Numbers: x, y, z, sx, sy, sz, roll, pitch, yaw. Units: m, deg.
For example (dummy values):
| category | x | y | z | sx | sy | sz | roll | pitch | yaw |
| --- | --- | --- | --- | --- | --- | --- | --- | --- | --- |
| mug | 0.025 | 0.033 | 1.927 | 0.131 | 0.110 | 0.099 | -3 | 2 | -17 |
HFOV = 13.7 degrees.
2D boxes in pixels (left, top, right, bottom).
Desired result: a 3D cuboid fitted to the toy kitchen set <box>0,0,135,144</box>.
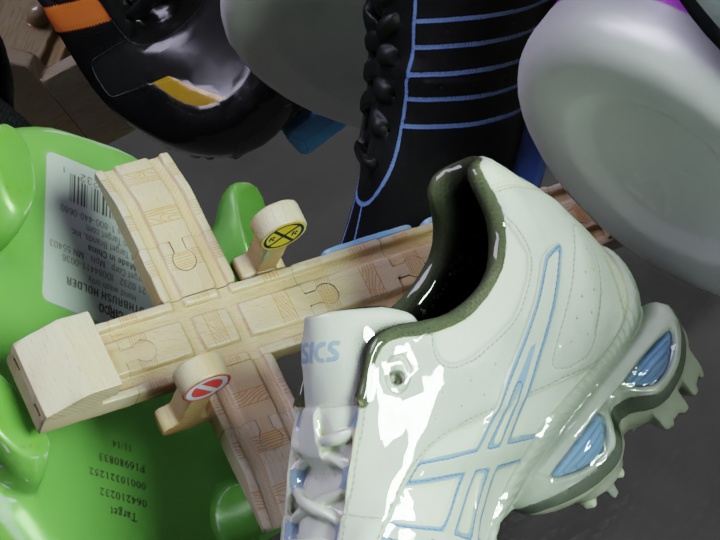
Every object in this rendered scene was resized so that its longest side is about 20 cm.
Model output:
| category | x | y | z | sx | sy | sz | roll | pitch | yaw |
| --- | --- | --- | --- | --- | --- | --- | --- | --- | --- |
| toy kitchen set | -0.142 | -0.169 | 1.219 | 0.180 | 0.200 | 0.164 | -25 | 29 | 27 |

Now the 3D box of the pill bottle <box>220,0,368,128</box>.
| category | x | y | z | sx | sy | sz | roll | pitch | yaw |
| --- | --- | --- | --- | --- | --- | --- | --- | --- | --- |
| pill bottle | 0.027 | -0.155 | 1.015 | 0.111 | 0.111 | 0.201 | -15 | 51 | 42 |

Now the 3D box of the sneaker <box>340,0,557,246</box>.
| category | x | y | z | sx | sy | sz | roll | pitch | yaw |
| --- | --- | --- | --- | --- | --- | --- | --- | --- | --- |
| sneaker | 0.026 | -0.070 | 0.899 | 0.201 | 0.078 | 0.070 | -63 | 17 | 4 |

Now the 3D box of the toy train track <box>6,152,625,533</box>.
| category | x | y | z | sx | sy | sz | roll | pitch | yaw |
| --- | --- | --- | --- | --- | --- | --- | --- | --- | --- |
| toy train track | 0.000 | 0.000 | 0.824 | 0.199 | 0.115 | 0.033 | -17 | -22 | -27 |

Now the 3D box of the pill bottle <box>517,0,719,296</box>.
| category | x | y | z | sx | sy | sz | roll | pitch | yaw |
| --- | --- | --- | --- | --- | --- | --- | --- | --- | --- |
| pill bottle | 0.137 | -0.094 | 0.822 | 0.200 | 0.104 | 0.104 | -50 | 27 | -23 |

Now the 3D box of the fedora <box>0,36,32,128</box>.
| category | x | y | z | sx | sy | sz | roll | pitch | yaw |
| --- | --- | --- | --- | --- | --- | --- | --- | --- | --- |
| fedora | -0.159 | -0.004 | 1.070 | 0.091 | 0.201 | 0.201 | 23 | 59 | 23 |

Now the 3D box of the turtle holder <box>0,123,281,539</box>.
| category | x | y | z | sx | sy | sz | roll | pitch | yaw |
| --- | --- | --- | --- | --- | --- | --- | --- | --- | --- |
| turtle holder | -0.095 | 0.058 | 0.880 | 0.131 | 0.186 | 0.141 | -28 | -9 | 39 |

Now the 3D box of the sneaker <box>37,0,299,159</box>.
| category | x | y | z | sx | sy | sz | roll | pitch | yaw |
| --- | --- | --- | --- | --- | --- | --- | --- | --- | --- |
| sneaker | -0.099 | -0.122 | 1.069 | 0.070 | 0.090 | 0.200 | -39 | 64 | 5 |

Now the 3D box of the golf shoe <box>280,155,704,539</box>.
| category | x | y | z | sx | sy | sz | roll | pitch | yaw |
| --- | --- | --- | --- | --- | --- | --- | --- | --- | --- |
| golf shoe | 0.001 | 0.058 | 0.766 | 0.078 | 0.097 | 0.200 | -5 | 43 | 49 |

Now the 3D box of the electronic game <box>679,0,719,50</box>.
| category | x | y | z | sx | sy | sz | roll | pitch | yaw |
| --- | --- | --- | --- | --- | --- | --- | --- | --- | --- |
| electronic game | 0.164 | -0.114 | 0.754 | 0.200 | 0.200 | 0.042 | -47 | -14 | -17 |

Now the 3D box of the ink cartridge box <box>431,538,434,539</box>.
| category | x | y | z | sx | sy | sz | roll | pitch | yaw |
| --- | --- | --- | --- | --- | --- | --- | --- | --- | --- |
| ink cartridge box | -0.035 | 0.172 | 0.636 | 0.200 | 0.084 | 0.145 | -34 | 25 | 12 |

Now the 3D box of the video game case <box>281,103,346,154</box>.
| category | x | y | z | sx | sy | sz | roll | pitch | yaw |
| --- | --- | --- | --- | --- | --- | --- | --- | --- | --- |
| video game case | -0.008 | -0.154 | 1.119 | 0.143 | 0.018 | 0.200 | -36 | 53 | 6 |
